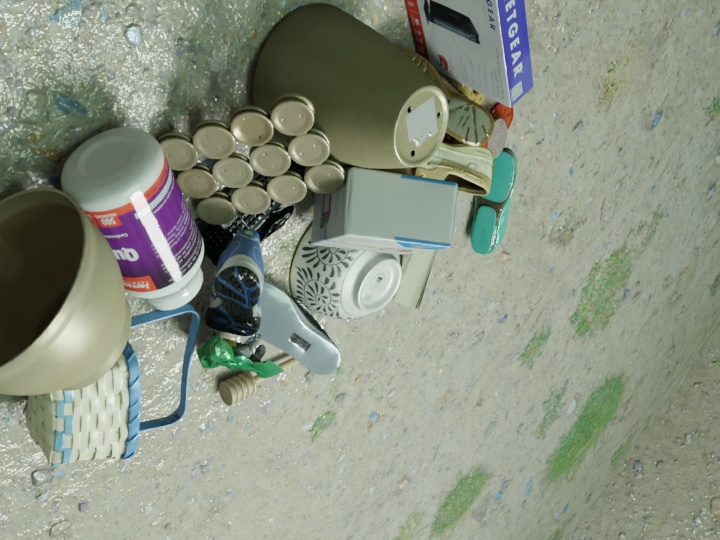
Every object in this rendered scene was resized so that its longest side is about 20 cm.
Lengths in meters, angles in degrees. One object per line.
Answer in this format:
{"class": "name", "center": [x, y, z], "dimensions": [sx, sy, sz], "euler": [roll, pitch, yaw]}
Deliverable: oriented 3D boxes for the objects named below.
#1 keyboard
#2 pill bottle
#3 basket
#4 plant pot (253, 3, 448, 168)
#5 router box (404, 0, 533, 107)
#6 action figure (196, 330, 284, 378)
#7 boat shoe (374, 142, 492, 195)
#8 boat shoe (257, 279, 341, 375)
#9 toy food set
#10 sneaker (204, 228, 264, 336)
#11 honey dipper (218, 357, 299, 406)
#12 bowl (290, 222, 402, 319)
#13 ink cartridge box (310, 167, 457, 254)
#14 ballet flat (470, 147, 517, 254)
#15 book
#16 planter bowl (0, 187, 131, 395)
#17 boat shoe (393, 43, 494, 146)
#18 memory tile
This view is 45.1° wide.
{"class": "keyboard", "center": [-0.123, -0.084, 1.127], "dimensions": [0.200, 0.039, 0.105], "euler": [-46, 142, -11]}
{"class": "pill bottle", "center": [-0.242, -0.049, 0.960], "dimensions": [0.112, 0.112, 0.202], "euler": [-38, 140, -20]}
{"class": "basket", "center": [-0.288, 0.129, 1.023], "dimensions": [0.196, 0.139, 0.180], "euler": [-7, 124, -35]}
{"class": "plant pot", "center": [0.003, -0.200, 1.029], "dimensions": [0.185, 0.198, 0.191], "euler": [-25, 129, -36]}
{"class": "router box", "center": [0.131, -0.329, 1.101], "dimensions": [0.049, 0.179, 0.202], "euler": [-40, 141, -17]}
{"class": "action figure", "center": [-0.165, 0.106, 1.110], "dimensions": [0.200, 0.115, 0.056], "euler": [75, 20, -82]}
{"class": "boat shoe", "center": [0.098, -0.138, 1.196], "dimensions": [0.195, 0.068, 0.074], "euler": [0, 166, -19]}
{"class": "boat shoe", "center": [-0.103, 0.070, 1.243], "dimensions": [0.198, 0.068, 0.074], "euler": [38, 101, -29]}
{"class": "toy food set", "center": [0.171, -0.224, 1.305], "dimensions": [0.197, 0.048, 0.205], "euler": [20, 88, -56]}
{"class": "sneaker", "center": [-0.155, 0.023, 1.116], "dimensions": [0.074, 0.079, 0.201], "euler": [14, 148, -11]}
{"class": "honey dipper", "center": [-0.124, 0.150, 1.310], "dimensions": [0.197, 0.038, 0.039], "euler": [-22, 133, -38]}
{"class": "bowl", "center": [0.000, 0.000, 1.283], "dimensions": [0.198, 0.094, 0.204], "euler": [-27, 135, -31]}
{"class": "ink cartridge box", "center": [0.024, -0.072, 1.129], "dimensions": [0.141, 0.200, 0.087], "euler": [6, 88, -15]}
{"class": "ballet flat", "center": [0.228, -0.126, 1.475], "dimensions": [0.070, 0.066, 0.204], "euler": [-46, 150, -53]}
{"class": "book", "center": [0.104, -0.045, 1.316], "dimensions": [0.201, 0.047, 0.136], "euler": [103, 9, -62]}
{"class": "planter bowl", "center": [-0.316, 0.040, 0.873], "dimensions": [0.201, 0.199, 0.135], "euler": [-48, 143, -7]}
{"class": "boat shoe", "center": [0.093, -0.237, 1.187], "dimensions": [0.198, 0.065, 0.074], "euler": [35, 95, -18]}
{"class": "memory tile", "center": [-0.126, -0.125, 1.006], "dimensions": [0.195, 0.017, 0.154], "euler": [-13, 140, 16]}
